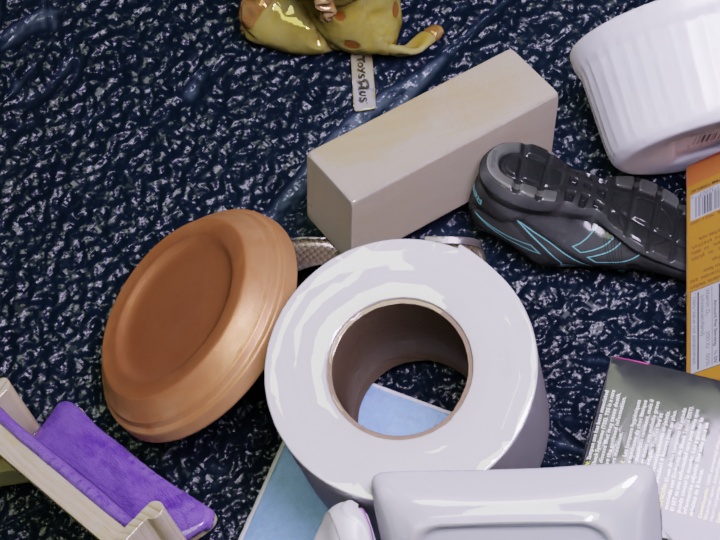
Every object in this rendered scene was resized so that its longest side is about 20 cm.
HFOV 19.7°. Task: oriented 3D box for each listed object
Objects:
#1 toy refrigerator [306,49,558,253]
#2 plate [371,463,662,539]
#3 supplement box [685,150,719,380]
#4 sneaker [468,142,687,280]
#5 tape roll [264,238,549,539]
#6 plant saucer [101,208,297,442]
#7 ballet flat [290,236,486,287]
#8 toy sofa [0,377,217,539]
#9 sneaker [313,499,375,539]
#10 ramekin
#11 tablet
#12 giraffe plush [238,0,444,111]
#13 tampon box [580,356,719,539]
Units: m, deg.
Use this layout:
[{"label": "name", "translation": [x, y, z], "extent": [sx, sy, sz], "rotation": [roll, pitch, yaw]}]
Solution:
[{"label": "toy refrigerator", "translation": [0.055, -0.093, 1.629], "extent": [0.200, 0.076, 0.070], "rotation": [-28, 57, -21]}, {"label": "plate", "translation": [0.114, 0.232, 1.442], "extent": [0.199, 0.032, 0.200], "rotation": [-3, 111, 13]}, {"label": "supplement box", "translation": [0.289, 0.007, 1.569], "extent": [0.069, 0.066, 0.200], "rotation": [-22, 52, 44]}, {"label": "sneaker", "translation": [0.179, -0.037, 1.630], "extent": [0.200, 0.079, 0.075], "rotation": [23, 48, -4]}, {"label": "tape roll", "translation": [0.038, 0.093, 1.548], "extent": [0.202, 0.139, 0.203], "rotation": [-3, 68, 7]}, {"label": "plant saucer", "translation": [-0.134, 0.036, 1.609], "extent": [0.200, 0.037, 0.200], "rotation": [-27, 44, 30]}, {"label": "ballet flat", "translation": [0.000, 0.000, 1.647], "extent": [0.199, 0.067, 0.046], "rotation": [-1, 80, 3]}, {"label": "toy sofa", "translation": [-0.210, 0.159, 1.579], "extent": [0.200, 0.083, 0.098], "rotation": [33, 71, 34]}, {"label": "sneaker", "translation": [-0.044, 0.253, 1.487], "extent": [0.099, 0.200, 0.075], "rotation": [5, 29, -24]}, {"label": "ramekin", "translation": [0.268, -0.143, 1.587], "extent": [0.200, 0.200, 0.098], "rotation": [-12, 80, 4]}, {"label": "tablet", "translation": [-0.014, 0.182, 1.605], "extent": [0.130, 0.014, 0.200], "rotation": [19, 73, 15]}, {"label": "giraffe plush", "translation": [-0.027, -0.251, 1.688], "extent": [0.172, 0.162, 0.200], "rotation": [-22, 67, 0]}, {"label": "tampon box", "translation": [0.264, 0.160, 1.495], "extent": [0.200, 0.150, 0.127], "rotation": [14, 74, 14]}]
